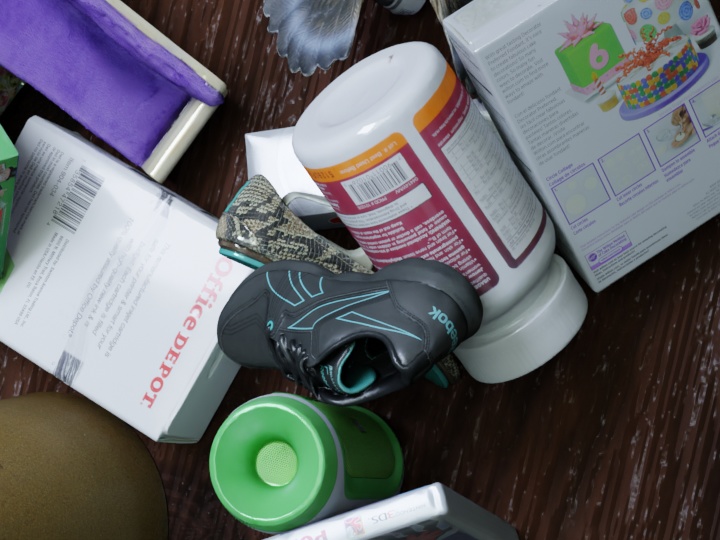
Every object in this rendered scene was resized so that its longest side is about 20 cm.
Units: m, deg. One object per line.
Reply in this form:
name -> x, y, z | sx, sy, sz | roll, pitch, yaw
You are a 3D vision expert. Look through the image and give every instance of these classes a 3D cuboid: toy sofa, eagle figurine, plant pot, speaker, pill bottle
toy sofa -> -0.190, -0.150, 1.371 | 0.199, 0.098, 0.083 | 37, 90, -19
eagle figurine -> 0.029, -0.223, 1.297 | 0.151, 0.150, 0.202 | 26, 121, 30
plant pot -> -0.249, 0.169, 1.347 | 0.184, 0.200, 0.189 | -2, 83, 16
speaker -> -0.030, 0.123, 1.291 | 0.087, 0.200, 0.090 | -2, 84, 15
pill bottle -> 0.053, -0.033, 1.264 | 0.109, 0.110, 0.201 | -32, 114, 9

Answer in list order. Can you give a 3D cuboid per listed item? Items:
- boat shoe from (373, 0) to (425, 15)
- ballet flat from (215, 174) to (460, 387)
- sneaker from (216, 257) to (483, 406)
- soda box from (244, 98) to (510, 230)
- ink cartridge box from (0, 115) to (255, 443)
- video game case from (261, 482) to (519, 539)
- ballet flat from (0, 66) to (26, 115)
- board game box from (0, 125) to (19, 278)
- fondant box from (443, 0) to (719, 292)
boat shoe -> 0.038, -0.277, 1.378 | 0.066, 0.070, 0.202 | 18, 96, -22
ballet flat -> 0.000, 0.000, 1.329 | 0.199, 0.068, 0.076 | 32, 82, -20
sneaker -> -0.022, 0.039, 1.240 | 0.199, 0.079, 0.076 | -9, 125, 42
soda box -> 0.026, -0.070, 1.367 | 0.198, 0.068, 0.064 | -7, 82, 15
ink cartridge box -> -0.168, 0.008, 1.401 | 0.199, 0.084, 0.146 | 31, 93, 17
video game case -> -0.006, 0.184, 1.278 | 0.181, 0.200, 0.023 | -20, 70, 12
ballet flat -> -0.287, -0.130, 1.459 | 0.075, 0.064, 0.202 | 22, 90, 19
board game box -> -0.289, -0.103, 1.354 | 0.029, 0.135, 0.201 | -20, 62, -29
fondant box -> 0.159, -0.106, 1.265 | 0.144, 0.201, 0.058 | -32, 34, -2
